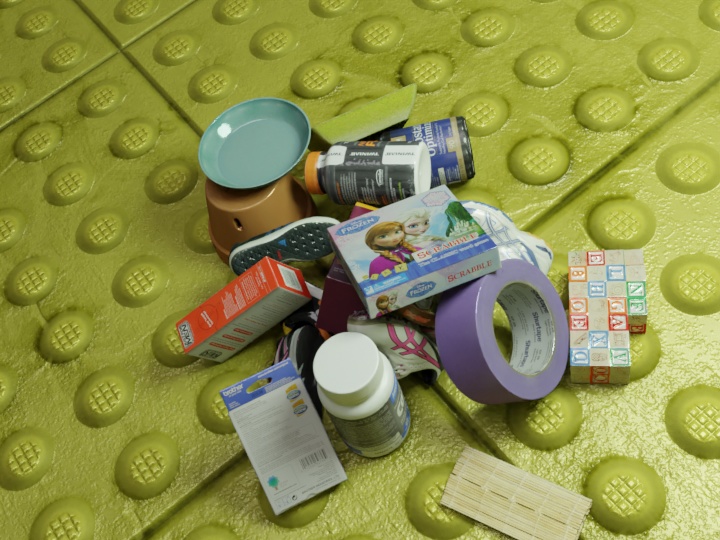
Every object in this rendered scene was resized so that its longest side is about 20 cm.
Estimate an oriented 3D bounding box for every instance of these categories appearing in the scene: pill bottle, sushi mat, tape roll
[{"bbox_3d":[0.010,-0.160,1.532,0.198,0.107,0.107,2,57,17],"label":"pill bottle"},{"bbox_3d":[0.095,-0.195,1.621,0.198,0.112,0.113,-11,54,7],"label":"pill bottle"},{"bbox_3d":[0.216,0.323,1.301,0.198,0.012,0.096,20,66,26],"label":"sushi mat"},{"bbox_3d":[0.002,0.179,1.339,0.112,0.201,0.115,-7,55,10],"label":"pill bottle"},{"bbox_3d":[0.206,0.089,1.341,0.085,0.199,0.202,-17,44,48],"label":"tape roll"}]

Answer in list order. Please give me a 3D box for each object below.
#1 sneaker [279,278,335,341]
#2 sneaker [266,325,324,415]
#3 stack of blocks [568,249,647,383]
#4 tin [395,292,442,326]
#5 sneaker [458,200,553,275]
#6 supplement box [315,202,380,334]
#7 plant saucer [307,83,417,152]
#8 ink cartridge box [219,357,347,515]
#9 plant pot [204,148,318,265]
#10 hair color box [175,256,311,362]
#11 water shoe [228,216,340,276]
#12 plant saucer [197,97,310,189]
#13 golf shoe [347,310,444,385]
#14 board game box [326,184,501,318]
[{"bbox_3d":[-0.116,0.062,1.529,0.198,0.070,0.090,22,62,24],"label":"sneaker"},{"bbox_3d":[-0.110,0.189,1.452,0.086,0.080,0.202,-13,56,46],"label":"sneaker"},{"bbox_3d":[0.373,0.068,1.403,0.114,0.059,0.202,-1,57,14],"label":"stack of blocks"},{"bbox_3d":[0.096,0.003,1.403,0.111,0.042,0.201,20,40,-7],"label":"tin"},{"bbox_3d":[0.212,-0.035,1.459,0.198,0.075,0.089,27,65,-9],"label":"sneaker"},{"bbox_3d":[0.000,0.000,1.470,0.085,0.111,0.201,17,40,3],"label":"supplement box"},{"bbox_3d":[0.007,-0.252,1.657,0.198,0.200,0.048,-25,89,-6],"label":"plant saucer"},{"bbox_3d":[-0.113,0.239,1.357,0.118,0.042,0.202,-25,98,-3],"label":"ink cartridge box"},{"bbox_3d":[-0.184,-0.117,1.626,0.198,0.141,0.202,-6,55,9],"label":"plant pot"},{"bbox_3d":[-0.187,0.065,1.482,0.199,0.101,0.062,-35,62,18],"label":"hair color box"},{"bbox_3d":[-0.125,-0.050,1.539,0.198,0.072,0.079,-16,23,-8],"label":"water shoe"},{"bbox_3d":[-0.176,-0.208,1.577,0.197,0.036,0.202,-7,55,10],"label":"plant saucer"},{"bbox_3d":[0.058,0.115,1.378,0.072,0.199,0.093,7,80,52],"label":"golf shoe"},{"bbox_3d":[0.072,-0.033,1.339,0.198,0.041,0.200,-21,35,-8],"label":"board game box"}]
